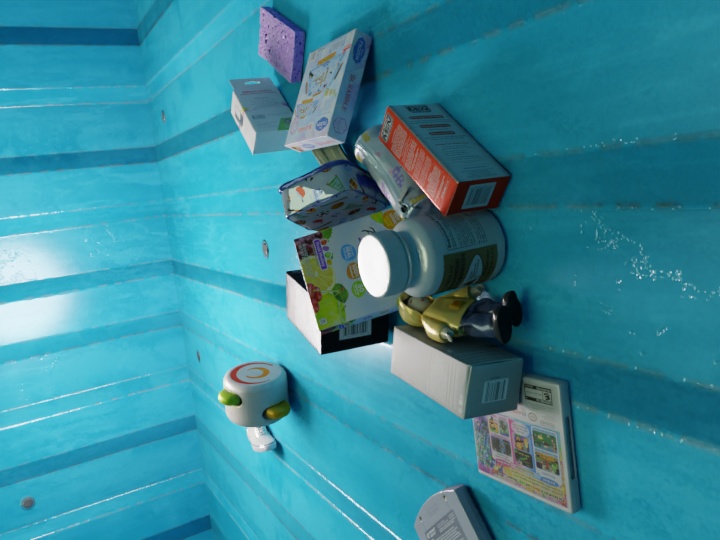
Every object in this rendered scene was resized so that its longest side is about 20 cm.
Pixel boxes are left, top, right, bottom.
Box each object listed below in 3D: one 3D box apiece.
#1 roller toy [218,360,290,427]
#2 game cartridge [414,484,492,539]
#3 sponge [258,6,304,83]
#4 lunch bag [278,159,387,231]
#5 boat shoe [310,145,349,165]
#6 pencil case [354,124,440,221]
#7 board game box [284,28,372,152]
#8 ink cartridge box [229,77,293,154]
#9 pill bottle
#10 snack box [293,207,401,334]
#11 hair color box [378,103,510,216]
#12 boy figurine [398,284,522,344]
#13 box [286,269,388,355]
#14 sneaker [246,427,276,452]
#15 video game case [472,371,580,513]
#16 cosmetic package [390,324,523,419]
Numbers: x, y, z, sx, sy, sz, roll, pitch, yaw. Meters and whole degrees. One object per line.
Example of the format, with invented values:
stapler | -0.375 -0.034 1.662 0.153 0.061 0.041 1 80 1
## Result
roller toy | -0.292 0.354 1.785 0.183 0.196 0.142 -92 1 -73
game cartridge | 0.164 0.471 1.139 0.134 0.040 0.201 60 146 26
sponge | -0.184 -0.521 1.447 0.200 0.029 0.113 50 140 43
lunch bag | -0.041 -0.133 1.137 0.158 0.199 0.077 -23 78 23
boat shoe | -0.037 -0.186 1.274 0.202 0.071 0.068 65 -173 12
pencil case | 0.064 -0.155 1.052 0.201 0.089 0.084 60 146 33
board game box | -0.066 -0.335 1.202 0.199 0.041 0.203 10 84 61
ink cartridge box | -0.234 -0.371 1.497 0.201 0.115 0.068 61 149 31
pill bottle | 0.102 -0.023 0.913 0.114 0.197 0.116 30 126 54
snack box | 0.000 0.000 1.107 0.068 0.197 0.171 78 174 -78
hair color box | 0.120 -0.170 0.934 0.201 0.100 0.062 57 144 36
boy figurine | 0.143 0.060 0.947 0.198 0.124 0.065 6 129 44
box | -0.050 0.070 1.261 0.200 0.146 0.109 -147 53 -59
sneaker | -0.326 0.524 2.014 0.199 0.072 0.072 4 106 61
video game case | 0.237 0.240 0.940 0.199 0.023 0.185 2 101 60
cosmetic package | 0.139 0.145 0.956 0.199 0.105 0.092 26 115 56
